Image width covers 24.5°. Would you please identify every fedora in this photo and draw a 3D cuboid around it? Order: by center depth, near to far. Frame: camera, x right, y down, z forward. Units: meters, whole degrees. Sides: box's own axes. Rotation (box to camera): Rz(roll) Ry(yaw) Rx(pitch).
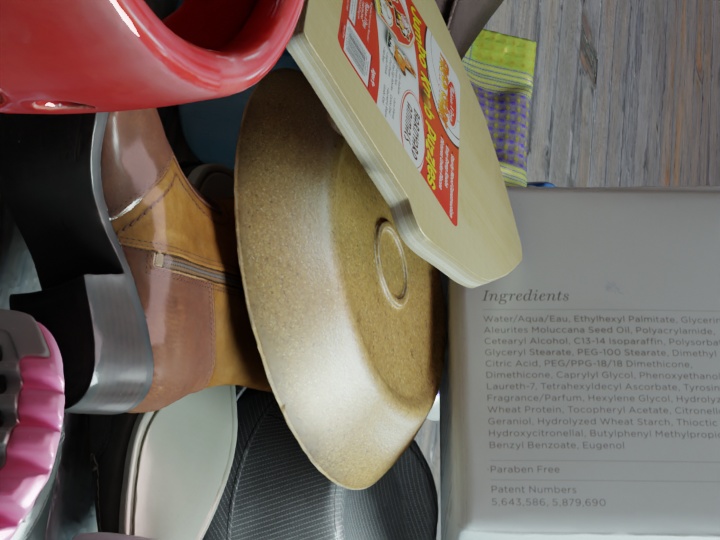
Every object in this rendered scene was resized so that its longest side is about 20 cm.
[{"bbox_3d":[-0.017,0.143,0.870,0.177,0.090,0.202,-41,132,-51],"label":"fedora"}]

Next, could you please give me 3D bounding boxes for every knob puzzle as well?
[{"bbox_3d":[0.019,-0.073,0.774,0.220,0.030,0.221,52,25,-36],"label":"knob puzzle"}]

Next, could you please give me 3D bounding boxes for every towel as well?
[{"bbox_3d":[0.052,-0.095,1.092,0.023,0.143,0.201,-45,-149,52],"label":"towel"}]

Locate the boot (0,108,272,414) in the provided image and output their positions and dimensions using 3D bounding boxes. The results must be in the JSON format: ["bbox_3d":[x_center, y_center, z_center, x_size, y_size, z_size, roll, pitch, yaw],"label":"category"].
[{"bbox_3d":[-0.066,-0.034,0.721,0.199,0.068,0.190,0,78,-58],"label":"boot"}]

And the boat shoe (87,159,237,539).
[{"bbox_3d":[-0.094,0.047,0.774,0.067,0.057,0.202,27,66,-48],"label":"boat shoe"}]

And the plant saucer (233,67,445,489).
[{"bbox_3d":[0.000,0.000,0.781,0.200,0.035,0.202,-11,90,-70],"label":"plant saucer"}]

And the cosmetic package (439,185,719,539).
[{"bbox_3d":[0.124,0.081,0.872,0.165,0.163,0.201,90,1,-57],"label":"cosmetic package"}]

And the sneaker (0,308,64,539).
[{"bbox_3d":[-0.147,0.116,0.613,0.095,0.078,0.202,77,20,-70],"label":"sneaker"}]

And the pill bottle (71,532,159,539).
[{"bbox_3d":[-0.091,0.213,0.648,0.114,0.113,0.202,50,48,-59],"label":"pill bottle"}]

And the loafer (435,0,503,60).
[{"bbox_3d":[0.065,-0.186,1.052,0.073,0.071,0.202,100,1,-82],"label":"loafer"}]

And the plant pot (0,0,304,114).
[{"bbox_3d":[-0.128,-0.147,0.510,0.200,0.181,0.202,-1,90,-69],"label":"plant pot"}]

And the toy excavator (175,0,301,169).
[{"bbox_3d":[-0.046,-0.063,0.883,0.195,0.099,0.202,48,58,-61],"label":"toy excavator"}]

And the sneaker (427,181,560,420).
[{"bbox_3d":[0.085,0.002,1.114,0.080,0.147,0.200,40,23,-4],"label":"sneaker"}]
